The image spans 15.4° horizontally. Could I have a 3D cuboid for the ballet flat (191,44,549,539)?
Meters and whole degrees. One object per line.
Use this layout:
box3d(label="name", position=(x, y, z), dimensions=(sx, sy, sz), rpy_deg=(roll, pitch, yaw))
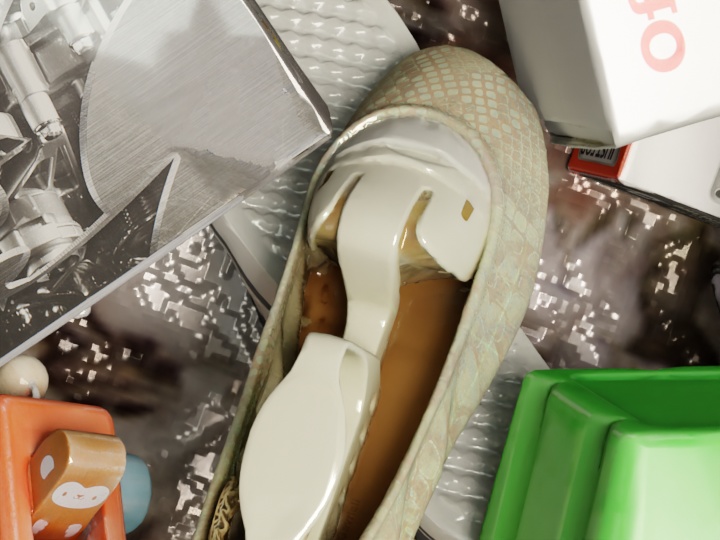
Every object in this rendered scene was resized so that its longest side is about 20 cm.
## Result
box3d(label="ballet flat", position=(0.004, 0.017, 0.692), dimensions=(0.067, 0.062, 0.201), rpy_deg=(10, 65, 14))

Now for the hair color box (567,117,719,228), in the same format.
box3d(label="hair color box", position=(0.146, -0.106, 0.800), dimensions=(0.101, 0.061, 0.201), rpy_deg=(20, 91, -13))

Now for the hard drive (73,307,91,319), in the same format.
box3d(label="hard drive", position=(-0.181, -0.044, 0.755), dimensions=(0.199, 0.038, 0.141), rpy_deg=(-6, 97, -11))

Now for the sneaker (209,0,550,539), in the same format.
box3d(label="sneaker", position=(0.000, 0.000, 0.781), dimensions=(0.078, 0.079, 0.201), rpy_deg=(-21, 75, -9))

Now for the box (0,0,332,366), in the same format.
box3d(label="box", position=(-0.125, -0.076, 0.705), dimensions=(0.158, 0.048, 0.201), rpy_deg=(-33, 102, 5))

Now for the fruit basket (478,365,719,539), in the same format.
box3d(label="fruit basket", position=(0.123, 0.127, 0.691), dimensions=(0.214, 0.155, 0.217), rpy_deg=(-2, 98, -12))

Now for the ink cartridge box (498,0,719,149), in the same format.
box3d(label="ink cartridge box", position=(0.132, -0.127, 0.722), dimensions=(0.199, 0.085, 0.145), rpy_deg=(-16, 98, -7))

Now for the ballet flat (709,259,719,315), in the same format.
box3d(label="ballet flat", position=(0.174, 0.073, 0.825), dimensions=(0.200, 0.072, 0.072), rpy_deg=(34, 89, -12))

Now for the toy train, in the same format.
box3d(label="toy train", position=(-0.027, 0.098, 0.733), dimensions=(0.199, 0.056, 0.151), rpy_deg=(16, 56, -36))
